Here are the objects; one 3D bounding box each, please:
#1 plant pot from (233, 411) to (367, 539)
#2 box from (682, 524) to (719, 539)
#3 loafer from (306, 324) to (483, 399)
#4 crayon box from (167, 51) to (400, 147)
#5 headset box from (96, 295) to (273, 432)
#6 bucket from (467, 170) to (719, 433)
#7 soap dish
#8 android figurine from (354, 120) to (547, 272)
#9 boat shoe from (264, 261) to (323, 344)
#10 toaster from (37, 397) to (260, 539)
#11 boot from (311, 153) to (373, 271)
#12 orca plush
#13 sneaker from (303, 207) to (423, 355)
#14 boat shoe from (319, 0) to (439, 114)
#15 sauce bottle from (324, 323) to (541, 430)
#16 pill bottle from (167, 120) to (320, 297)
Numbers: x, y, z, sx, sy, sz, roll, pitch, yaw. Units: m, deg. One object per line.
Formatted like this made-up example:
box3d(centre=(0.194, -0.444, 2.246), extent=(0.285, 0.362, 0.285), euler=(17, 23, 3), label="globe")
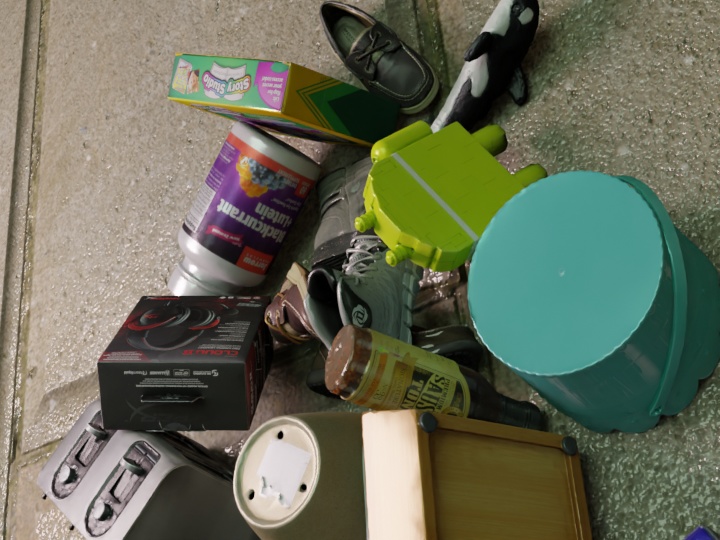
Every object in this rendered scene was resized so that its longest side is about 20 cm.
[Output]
box3d(centre=(-0.015, 0.200, 0.988), extent=(0.185, 0.199, 0.191), euler=(-17, 58, 29), label="plant pot")
box3d(centre=(0.221, 0.294, 0.774), extent=(0.200, 0.183, 0.105), euler=(-46, 50, 9), label="box")
box3d(centre=(0.028, 0.074, 1.101), extent=(0.197, 0.073, 0.072), euler=(-12, 62, 32), label="loafer")
box3d(centre=(-0.086, -0.187, 1.238), extent=(0.198, 0.171, 0.059), euler=(14, 91, 43), label="crayon box")
box3d(centre=(-0.172, 0.094, 1.135), extent=(0.145, 0.200, 0.076), euler=(0, 109, 4), label="headset box")
box3d(centre=(0.198, 0.023, 0.957), extent=(0.204, 0.134, 0.211), euler=(-15, 61, 30), label="bucket")
box3d(centre=(0.099, 0.196, 0.905), extent=(0.081, 0.197, 0.160), euler=(-42, 43, 48), label="soap dish")
box3d(centre=(0.084, -0.069, 1.067), extent=(0.199, 0.041, 0.182), euler=(-32, 66, -31), label="android figurine")
box3d(centre=(-0.059, 0.047, 1.136), extent=(0.072, 0.072, 0.200), euler=(-48, 17, 1), label="boat shoe")
box3d(centre=(-0.195, 0.234, 1.127), extent=(0.180, 0.199, 0.120), euler=(26, 82, 49), label="toaster")
box3d(centre=(0.028, -0.075, 1.183), extent=(0.197, 0.068, 0.133), euler=(-16, 55, 29), label="boot")
box3d(centre=(0.136, -0.189, 1.154), extent=(0.070, 0.105, 0.202), euler=(32, 86, 11), label="orca plush")
box3d(centre=(0.000, 0.000, 1.036), extent=(0.074, 0.115, 0.203), euler=(-20, 54, 34), label="sneaker")
box3d(centre=(0.012, -0.243, 1.275), extent=(0.074, 0.065, 0.200), euler=(-51, 49, 3), label="boat shoe")
box3d(centre=(0.067, 0.105, 0.977), extent=(0.066, 0.197, 0.067), euler=(-55, 24, 40), label="sauce bottle")
box3d(centre=(-0.135, -0.053, 1.255), extent=(0.111, 0.111, 0.202), euler=(35, 100, 42), label="pill bottle")
